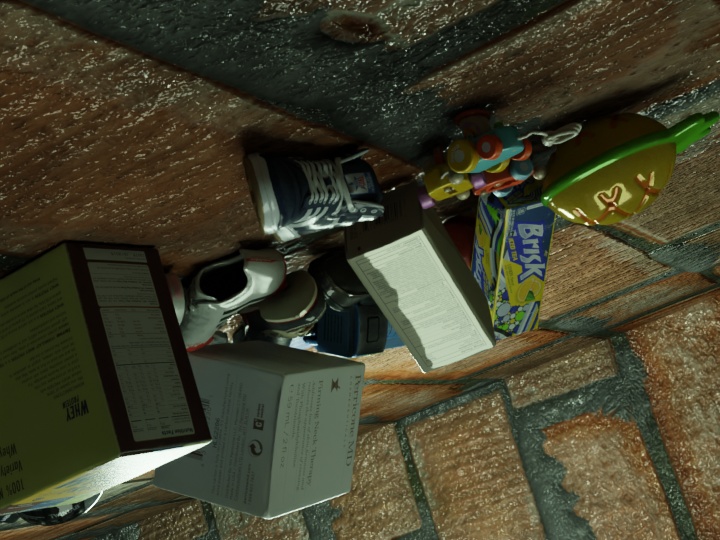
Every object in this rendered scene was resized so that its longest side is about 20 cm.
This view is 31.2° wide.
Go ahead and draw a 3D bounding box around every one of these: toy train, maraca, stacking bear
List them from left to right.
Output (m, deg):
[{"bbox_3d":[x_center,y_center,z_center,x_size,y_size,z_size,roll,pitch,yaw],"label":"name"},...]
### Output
[{"bbox_3d":[0.009,0.064,1.676,0.113,0.088,0.198,11,-170,42],"label":"toy train"},{"bbox_3d":[0.142,-0.006,1.590,0.120,0.115,0.200,14,167,23],"label":"stacking bear"},{"bbox_3d":[0.128,-0.116,1.244,0.148,0.056,0.200,-17,170,-15],"label":"toy train"},{"bbox_3d":[0.277,-0.114,1.337,0.198,0.108,0.137,-25,173,0],"label":"maraca"}]

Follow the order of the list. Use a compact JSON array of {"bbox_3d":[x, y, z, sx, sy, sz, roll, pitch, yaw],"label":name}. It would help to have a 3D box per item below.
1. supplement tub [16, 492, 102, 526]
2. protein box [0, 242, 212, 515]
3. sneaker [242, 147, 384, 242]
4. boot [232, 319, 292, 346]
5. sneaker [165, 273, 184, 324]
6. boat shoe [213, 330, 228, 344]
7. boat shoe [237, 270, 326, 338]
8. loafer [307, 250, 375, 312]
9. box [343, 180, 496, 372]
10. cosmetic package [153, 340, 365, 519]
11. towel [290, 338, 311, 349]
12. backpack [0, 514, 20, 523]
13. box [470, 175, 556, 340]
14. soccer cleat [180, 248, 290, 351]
[{"bbox_3d":[-0.369,0.184,1.461,0.121,0.123,0.202,-17,132,-7],"label":"supplement tub"},{"bbox_3d":[-0.279,0.106,1.243,0.197,0.203,0.134,-25,165,29],"label":"protein box"},{"bbox_3d":[-0.038,-0.073,1.132,0.107,0.071,0.200,-14,174,3],"label":"sneaker"},{"bbox_3d":[-0.108,0.143,1.715,0.075,0.170,0.200,-12,165,-24],"label":"boot"},{"bbox_3d":[-0.261,0.082,1.393,0.103,0.076,0.201,-8,142,-31],"label":"sneaker"},{"bbox_3d":[-0.265,0.139,1.710,0.199,0.066,0.074,-18,167,-1],"label":"boat shoe"},{"bbox_3d":[-0.083,0.046,1.453,0.071,0.063,0.199,-50,-161,-19],"label":"boat shoe"},{"bbox_3d":[0.000,0.000,1.521,0.072,0.073,0.200,-33,173,20],"label":"loafer"},{"bbox_3d":[0.065,0.011,1.389,0.094,0.078,0.201,-21,131,14],"label":"box"},{"bbox_3d":[-0.117,0.182,1.537,0.164,0.170,0.199,9,-176,27],"label":"cosmetic package"},{"bbox_3d":[-0.051,0.078,1.877,0.143,0.024,0.200,-18,169,-16],"label":"towel"},{"bbox_3d":[-0.467,0.231,1.617,0.189,0.155,0.200,-17,164,-48],"label":"backpack"},{"bbox_3d":[0.170,-0.017,1.464,0.069,0.065,0.202,-15,134,-19],"label":"box"},{"bbox_3d":[-0.166,0.031,1.416,0.199,0.069,0.085,-30,155,29],"label":"soccer cleat"}]
